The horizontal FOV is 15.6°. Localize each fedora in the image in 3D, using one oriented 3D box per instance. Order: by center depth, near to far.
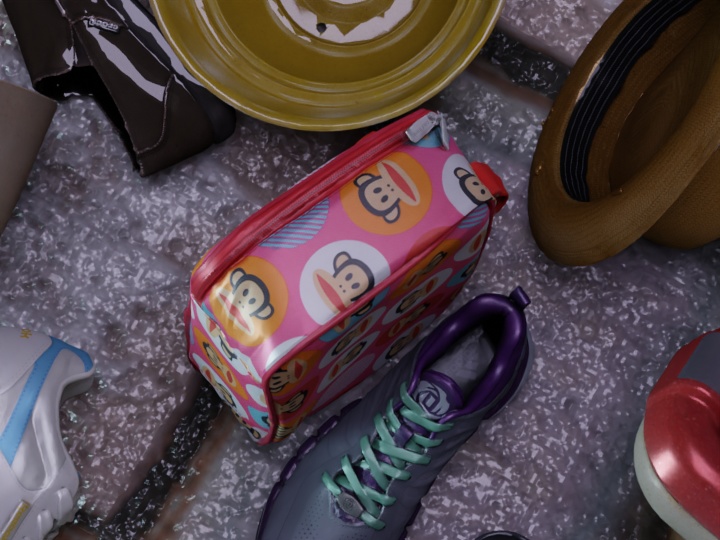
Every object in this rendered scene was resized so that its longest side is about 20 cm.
[{"bbox_3d":[0.173,-0.077,1.374,0.082,0.200,0.201,32,74,-24],"label":"fedora"}]

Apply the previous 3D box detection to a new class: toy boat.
[{"bbox_3d":[0.242,0.096,1.278,0.200,0.131,0.131,39,42,0],"label":"toy boat"}]

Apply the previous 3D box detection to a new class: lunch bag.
[{"bbox_3d":[0.000,0.000,1.314,0.176,0.200,0.082,-35,80,-13],"label":"lunch bag"}]

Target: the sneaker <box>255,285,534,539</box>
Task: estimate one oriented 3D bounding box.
[{"bbox_3d":[0.014,0.085,1.348,0.074,0.088,0.200,37,77,8],"label":"sneaker"}]

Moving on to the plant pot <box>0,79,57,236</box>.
[{"bbox_3d":[-0.270,-0.013,1.337,0.187,0.187,0.201,15,88,3],"label":"plant pot"}]

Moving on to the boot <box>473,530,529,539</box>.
[{"bbox_3d":[0.059,0.190,1.262,0.065,0.200,0.165,20,75,4],"label":"boot"}]

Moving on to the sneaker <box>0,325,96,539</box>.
[{"bbox_3d":[-0.186,0.126,1.340,0.080,0.077,0.201,9,77,-3],"label":"sneaker"}]

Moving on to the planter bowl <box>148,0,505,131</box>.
[{"bbox_3d":[-0.012,-0.170,1.406,0.200,0.083,0.201,0,87,8],"label":"planter bowl"}]

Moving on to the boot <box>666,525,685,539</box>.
[{"bbox_3d":[0.232,0.177,1.346,0.146,0.070,0.201,11,67,-8],"label":"boot"}]

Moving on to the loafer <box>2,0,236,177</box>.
[{"bbox_3d":[-0.155,-0.129,1.410,0.071,0.073,0.200,-43,80,-14],"label":"loafer"}]
